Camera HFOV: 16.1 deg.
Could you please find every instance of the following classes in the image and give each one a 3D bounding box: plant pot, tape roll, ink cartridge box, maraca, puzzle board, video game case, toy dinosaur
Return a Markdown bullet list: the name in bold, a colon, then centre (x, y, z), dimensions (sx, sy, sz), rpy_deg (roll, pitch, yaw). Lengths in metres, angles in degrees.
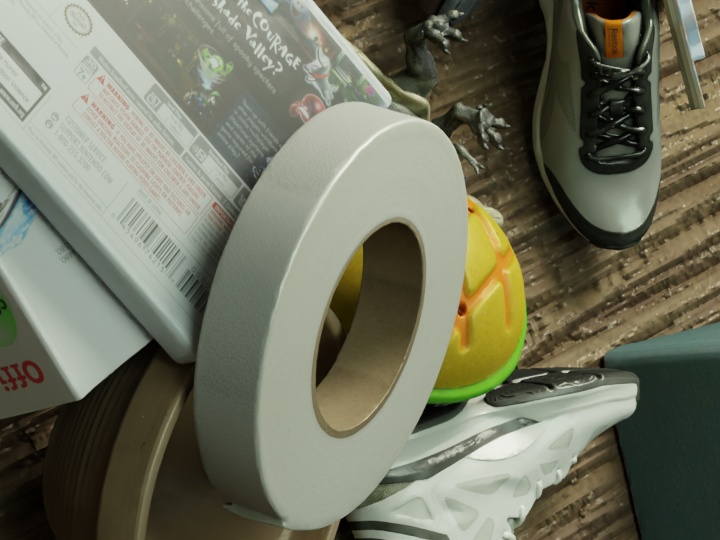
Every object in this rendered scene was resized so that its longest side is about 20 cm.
- **plant pot**: centre (0.295, 0.112, 1.489), dimensions (0.196, 0.200, 0.197), rpy_deg (-12, 88, -39)
- **tape roll**: centre (-0.011, 0.022, 1.196), dimensions (0.203, 0.037, 0.204), rpy_deg (-44, 142, -47)
- **ink cartridge box**: centre (-0.170, -0.050, 1.189), dimensions (0.146, 0.146, 0.200), rpy_deg (-40, 106, -37)
- **maraca**: centre (0.000, 0.000, 1.342), dimensions (0.199, 0.107, 0.138), rpy_deg (19, 51, -20)
- **puzzle board**: centre (0.168, -0.213, 1.474), dimensions (0.151, 0.017, 0.201), rpy_deg (-90, 164, -57)
- **video game case**: centre (-0.093, -0.090, 1.152), dimensions (0.200, 0.023, 0.182), rpy_deg (49, 54, -19)
- **toy dinosaur**: centre (0.030, -0.093, 1.393), dimensions (0.200, 0.088, 0.047), rpy_deg (55, 44, -17)
- **plant pot**: centre (-0.088, 0.097, 1.236), dimensions (0.201, 0.092, 0.202), rpy_deg (-38, 136, -50)

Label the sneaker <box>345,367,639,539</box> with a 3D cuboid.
- **sneaker**: centre (0.075, 0.122, 1.408), dimensions (0.200, 0.076, 0.116), rpy_deg (-14, 99, -31)

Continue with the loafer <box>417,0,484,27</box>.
- **loafer**: centre (0.078, -0.212, 1.478), dimensions (0.063, 0.072, 0.200), rpy_deg (38, 52, 4)

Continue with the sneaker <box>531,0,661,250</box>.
- **sneaker**: centre (0.138, -0.109, 1.463), dimensions (0.074, 0.079, 0.201), rpy_deg (-7, 101, -7)
